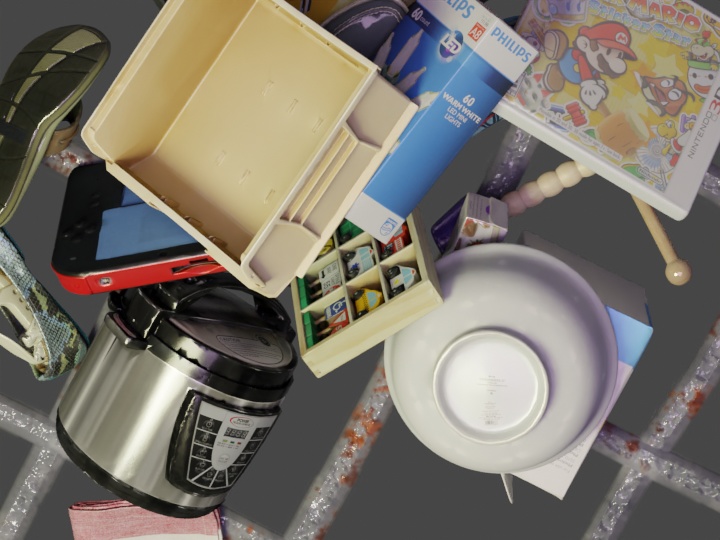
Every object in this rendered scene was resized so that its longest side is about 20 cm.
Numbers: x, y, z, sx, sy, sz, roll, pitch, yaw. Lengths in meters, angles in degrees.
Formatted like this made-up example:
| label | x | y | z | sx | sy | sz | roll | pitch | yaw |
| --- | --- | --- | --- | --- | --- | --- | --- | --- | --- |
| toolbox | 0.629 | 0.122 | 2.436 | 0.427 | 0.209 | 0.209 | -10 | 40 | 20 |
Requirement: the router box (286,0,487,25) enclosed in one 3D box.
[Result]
| label | x | y | z | sx | sy | sz | roll | pitch | yaw |
| --- | --- | --- | --- | --- | --- | --- | --- | --- | --- |
| router box | 0.020 | -0.269 | 1.661 | 0.199 | 0.052 | 0.158 | -31 | 103 | 11 |

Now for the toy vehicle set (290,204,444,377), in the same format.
| label | x | y | z | sx | sy | sz | roll | pitch | yaw |
| --- | --- | --- | --- | --- | --- | --- | --- | --- | --- |
| toy vehicle set | 0.000 | 0.000 | 1.665 | 0.124 | 0.200 | 0.027 | -32 | 118 | 11 |

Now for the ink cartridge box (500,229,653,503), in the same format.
| label | x | y | z | sx | sy | sz | roll | pitch | yaw |
| --- | --- | --- | --- | --- | --- | --- | --- | --- | --- |
| ink cartridge box | 0.154 | 0.091 | 1.719 | 0.124 | 0.129 | 0.201 | 26 | 105 | -4 |

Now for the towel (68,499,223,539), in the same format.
| label | x | y | z | sx | sy | sz | roll | pitch | yaw |
| --- | --- | --- | --- | --- | --- | --- | --- | --- | --- |
| towel | -0.193 | 0.310 | 1.858 | 0.143 | 0.023 | 0.202 | -5 | 106 | 5 |

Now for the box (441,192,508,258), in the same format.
| label | x | y | z | sx | sy | sz | roll | pitch | yaw |
| --- | --- | --- | --- | --- | --- | --- | --- | --- | --- |
| box | 0.081 | 0.022 | 1.713 | 0.038 | 0.042 | 0.201 | 17 | 127 | -5 |

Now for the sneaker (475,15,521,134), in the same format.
| label | x | y | z | sx | sy | sz | roll | pitch | yaw |
| --- | --- | --- | --- | --- | --- | --- | --- | --- | --- |
| sneaker | 0.091 | -0.139 | 1.673 | 0.199 | 0.096 | 0.079 | -38 | 102 | 13 |

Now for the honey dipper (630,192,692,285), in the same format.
| label | x | y | z | sx | sy | sz | roll | pitch | yaw |
| --- | --- | --- | --- | --- | --- | --- | --- | --- | --- |
| honey dipper | 0.228 | -0.079 | 1.647 | 0.038 | 0.038 | 0.201 | -29 | 77 | 11 |

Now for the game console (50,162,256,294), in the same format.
| label | x | y | z | sx | sy | sz | roll | pitch | yaw |
| --- | --- | --- | --- | --- | --- | --- | --- | --- | --- |
| game console | -0.161 | -0.054 | 1.673 | 0.198 | 0.178 | 0.031 | -9 | 129 | 6 |

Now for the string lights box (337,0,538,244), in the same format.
| label | x | y | z | sx | sy | sz | roll | pitch | yaw |
| --- | --- | --- | --- | --- | --- | --- | --- | --- | --- |
| string lights box | 0.044 | -0.134 | 1.599 | 0.059 | 0.103 | 0.200 | 31 | 101 | -40 |

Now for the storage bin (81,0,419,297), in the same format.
| label | x | y | z | sx | sy | sz | roll | pitch | yaw |
| --- | --- | --- | --- | --- | --- | --- | --- | --- | --- |
| storage bin | -0.093 | -0.116 | 1.561 | 0.200 | 0.094 | 0.199 | 38 | 95 | 28 |

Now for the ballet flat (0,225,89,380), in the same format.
| label | x | y | z | sx | sy | sz | roll | pitch | yaw |
| --- | --- | --- | --- | --- | --- | --- | --- | --- | --- |
| ballet flat | -0.322 | 0.015 | 1.747 | 0.074 | 0.074 | 0.200 | -36 | 100 | 12 |

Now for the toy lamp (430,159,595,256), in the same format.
| label | x | y | z | sx | sy | sz | roll | pitch | yaw |
| --- | --- | --- | --- | --- | --- | --- | --- | --- | --- |
| toy lamp | 0.155 | -0.068 | 1.711 | 0.199 | 0.058 | 0.059 | -27 | 103 | 11 |

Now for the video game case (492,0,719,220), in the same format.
| label | x | y | z | sx | sy | sz | roll | pitch | yaw |
| --- | --- | --- | --- | --- | --- | --- | --- | --- | --- |
| video game case | 0.221 | -0.167 | 1.643 | 0.199 | 0.023 | 0.183 | 29 | 68 | -6 |

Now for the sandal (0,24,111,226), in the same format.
| label | x | y | z | sx | sy | sz | roll | pitch | yaw |
| --- | --- | --- | --- | --- | --- | --- | --- | --- | --- |
| sandal | -0.285 | -0.127 | 1.715 | 0.080 | 0.057 | 0.202 | 33 | 93 | 30 |

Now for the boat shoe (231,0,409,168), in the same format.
| label | x | y | z | sx | sy | sz | roll | pitch | yaw |
| --- | --- | --- | --- | --- | --- | --- | --- | --- | --- |
| boat shoe | -0.034 | -0.150 | 1.635 | 0.200 | 0.062 | 0.073 | -39 | 109 | 8 |

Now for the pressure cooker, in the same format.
| label | x | y | z | sx | sy | sz | roll | pitch | yaw |
| --- | --- | --- | --- | --- | --- | --- | --- | --- | --- |
| pressure cooker | -0.154 | 0.090 | 1.704 | 0.178 | 0.176 | 0.201 | 30 | 105 | -3 |

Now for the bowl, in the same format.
| label | x | y | z | sx | sy | sz | roll | pitch | yaw |
| --- | --- | --- | --- | --- | --- | --- | --- | --- | --- |
| bowl | 0.110 | 0.084 | 1.609 | 0.199 | 0.090 | 0.203 | 2 | 103 | 10 |

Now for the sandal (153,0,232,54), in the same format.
| label | x | y | z | sx | sy | sz | roll | pitch | yaw |
| --- | --- | --- | --- | --- | --- | --- | --- | --- | --- |
| sandal | -0.116 | -0.195 | 1.685 | 0.200 | 0.076 | 0.048 | 41 | 131 | -10 |
